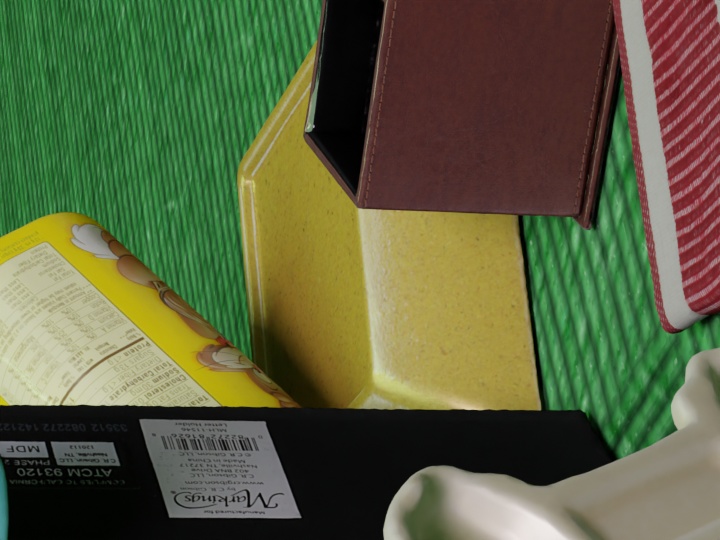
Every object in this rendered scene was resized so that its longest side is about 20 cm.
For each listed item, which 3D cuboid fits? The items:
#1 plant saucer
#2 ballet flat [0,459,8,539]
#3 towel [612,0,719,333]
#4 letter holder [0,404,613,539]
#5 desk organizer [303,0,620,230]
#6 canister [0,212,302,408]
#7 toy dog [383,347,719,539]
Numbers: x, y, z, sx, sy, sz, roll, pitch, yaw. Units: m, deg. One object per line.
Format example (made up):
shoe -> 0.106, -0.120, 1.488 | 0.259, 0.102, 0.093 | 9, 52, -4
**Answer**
plant saucer -> 0.000, 0.000, 1.052 | 0.200, 0.048, 0.201 | 128, 141, -61
ballet flat -> -0.144, 0.109, 0.803 | 0.201, 0.068, 0.068 | 108, 155, -44
towel -> 0.112, -0.077, 0.755 | 0.200, 0.023, 0.145 | 134, 133, -67
letter holder -> -0.024, 0.125, 0.866 | 0.101, 0.199, 0.143 | -117, 33, -56
desk organizer -> 0.040, -0.119, 0.890 | 0.072, 0.077, 0.201 | -127, 42, -63
canister -> -0.062, 0.086, 1.028 | 0.200, 0.086, 0.149 | 40, 147, 39
toy dog -> 0.076, 0.148, 0.705 | 0.194, 0.139, 0.201 | 38, 133, 22
